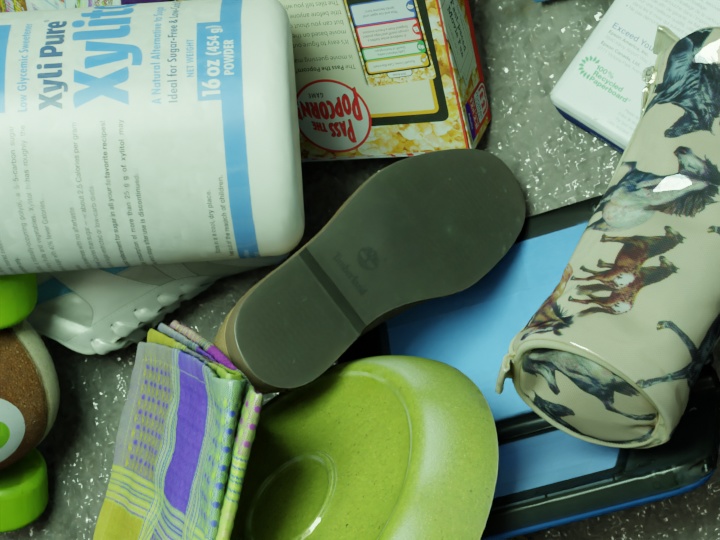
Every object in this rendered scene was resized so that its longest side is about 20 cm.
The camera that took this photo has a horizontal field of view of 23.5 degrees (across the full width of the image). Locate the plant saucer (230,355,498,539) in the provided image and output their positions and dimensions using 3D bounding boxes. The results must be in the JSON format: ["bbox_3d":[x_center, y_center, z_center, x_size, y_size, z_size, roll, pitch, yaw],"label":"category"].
[{"bbox_3d":[-0.025,0.115,0.809,0.199,0.031,0.201,-30,34,23],"label":"plant saucer"}]

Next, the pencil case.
[{"bbox_3d":[0.137,-0.016,0.786,0.089,0.078,0.201,21,66,23],"label":"pencil case"}]

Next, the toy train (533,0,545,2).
[{"bbox_3d":[0.100,-0.245,0.911,0.086,0.114,0.202,-11,74,16],"label":"toy train"}]

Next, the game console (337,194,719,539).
[{"bbox_3d":[0.069,0.051,0.856,0.199,0.171,0.119,-17,98,18],"label":"game console"}]

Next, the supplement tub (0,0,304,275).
[{"bbox_3d":[-0.130,-0.066,0.863,0.198,0.132,0.133,-4,75,-1],"label":"supplement tub"}]

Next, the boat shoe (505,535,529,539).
[{"bbox_3d":[0.130,0.182,0.818,0.199,0.074,0.067,23,92,25],"label":"boat shoe"}]

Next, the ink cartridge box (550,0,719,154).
[{"bbox_3d":[0.229,-0.115,0.867,0.196,0.043,0.201,36,91,26],"label":"ink cartridge box"}]

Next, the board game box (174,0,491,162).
[{"bbox_3d":[-0.024,-0.154,0.909,0.150,0.046,0.201,-1,121,21],"label":"board game box"}]

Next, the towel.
[{"bbox_3d":[-0.092,0.104,0.818,0.023,0.200,0.145,14,92,-18],"label":"towel"}]

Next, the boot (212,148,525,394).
[{"bbox_3d":[0.000,0.000,0.883,0.199,0.075,0.074,-33,90,-30],"label":"boot"}]

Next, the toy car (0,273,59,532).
[{"bbox_3d":[-0.272,0.082,0.907,0.157,0.200,0.165,19,124,25],"label":"toy car"}]

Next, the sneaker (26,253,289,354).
[{"bbox_3d":[-0.127,0.003,0.973,0.198,0.076,0.082,-7,91,21],"label":"sneaker"}]

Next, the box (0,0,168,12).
[{"bbox_3d":[-0.165,-0.149,0.957,0.136,0.201,0.039,35,54,22],"label":"box"}]
